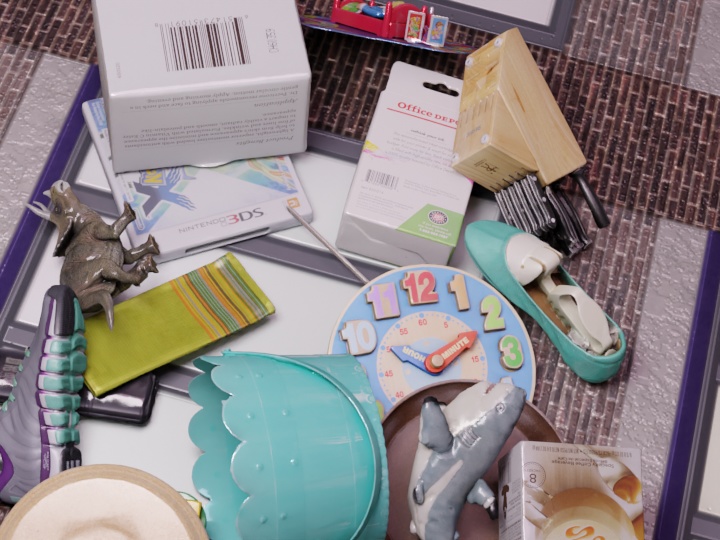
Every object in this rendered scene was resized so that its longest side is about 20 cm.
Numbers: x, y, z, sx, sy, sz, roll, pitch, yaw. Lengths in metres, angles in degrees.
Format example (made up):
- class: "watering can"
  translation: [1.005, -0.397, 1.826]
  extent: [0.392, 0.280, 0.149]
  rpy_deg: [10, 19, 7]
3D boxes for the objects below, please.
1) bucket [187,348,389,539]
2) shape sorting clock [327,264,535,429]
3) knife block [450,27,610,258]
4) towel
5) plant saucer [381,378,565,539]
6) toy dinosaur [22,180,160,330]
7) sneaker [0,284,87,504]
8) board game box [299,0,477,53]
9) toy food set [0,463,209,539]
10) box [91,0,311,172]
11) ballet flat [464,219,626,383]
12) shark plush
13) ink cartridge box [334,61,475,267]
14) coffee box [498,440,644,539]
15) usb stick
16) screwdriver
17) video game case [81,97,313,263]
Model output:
- class: "bucket"
  translation: [-0.063, 0.165, 1.442]
  extent: [0.134, 0.207, 0.208]
  rpy_deg: [-7, 59, -16]
- class: "shape sorting clock"
  translation: [0.067, 0.090, 1.574]
  extent: [0.199, 0.039, 0.201]
  rpy_deg: [3, 70, -8]
- class: "knife block"
  translation: [0.179, -0.117, 1.679]
  extent: [0.175, 0.064, 0.200]
  rpy_deg: [26, 57, -28]
- class: "towel"
  translation: [-0.183, 0.048, 1.582]
  extent: [0.200, 0.018, 0.086]
  rpy_deg: [-25, 53, -28]
- class: "plant saucer"
  translation: [0.096, 0.198, 1.512]
  extent: [0.200, 0.034, 0.201]
  rpy_deg: [4, 69, -10]
- class: "toy dinosaur"
  translation: [-0.246, -0.001, 1.584]
  extent: [0.102, 0.077, 0.200]
  rpy_deg: [-24, 51, 10]
- class: "sneaker"
  translation: [-0.294, 0.111, 1.490]
  extent: [0.087, 0.074, 0.201]
  rpy_deg: [-1, 81, 10]
- class: "board game box"
  translation: [0.027, -0.263, 1.746]
  extent: [0.199, 0.039, 0.158]
  rpy_deg: [12, 13, 4]
- class: "toy food set"
  translation: [-0.216, 0.264, 1.420]
  extent: [0.197, 0.049, 0.201]
  rpy_deg: [8, 74, 0]
- class: "box"
  translation: [-0.162, -0.220, 1.680]
  extent: [0.198, 0.131, 0.200]
  rpy_deg: [-7, 59, -10]
- class: "ballet flat"
  translation: [0.183, 0.017, 1.603]
  extent: [0.067, 0.070, 0.200]
  rpy_deg: [-38, 85, -33]
- class: "shark plush"
  translation: [0.082, 0.190, 1.442]
  extent: [0.083, 0.091, 0.201]
  rpy_deg: [11, 72, 10]
- class: "ink cartridge box"
  translation: [0.057, -0.103, 1.693]
  extent: [0.117, 0.067, 0.200]
  rpy_deg: [17, 58, 1]
- class: "coffee box"
  translation: [0.182, 0.255, 1.448]
  extent: [0.114, 0.080, 0.201]
  rpy_deg: [4, 70, -11]
- class: "usb stick"
  translation: [-0.286, 0.103, 1.550]
  extent: [0.199, 0.033, 0.056]
  rpy_deg: [9, 60, -1]
- class: "screwdriver"
  translation: [0.000, 0.000, 1.641]
  extent: [0.029, 0.028, 0.200]
  rpy_deg: [-43, 75, 4]
- class: "video game case"
  translation: [-0.166, -0.110, 1.702]
  extent: [0.182, 0.022, 0.200]
  rpy_deg: [-16, 61, -15]
